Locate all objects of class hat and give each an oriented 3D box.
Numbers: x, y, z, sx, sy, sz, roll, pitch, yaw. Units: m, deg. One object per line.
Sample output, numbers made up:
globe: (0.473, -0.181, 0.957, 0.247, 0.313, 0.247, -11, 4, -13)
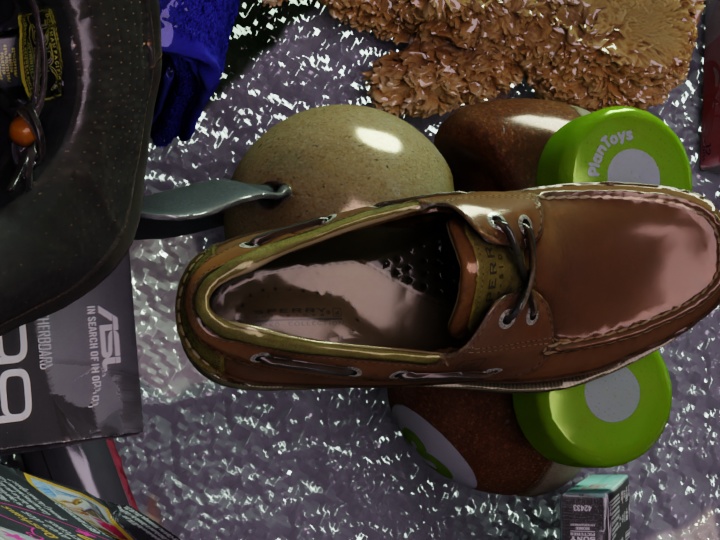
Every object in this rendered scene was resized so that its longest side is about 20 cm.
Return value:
hat: (-0.155, -0.064, 0.639, 0.200, 0.081, 0.201, -3, 94, -50)

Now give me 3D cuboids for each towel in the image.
towel: (-0.053, -0.153, 0.807, 0.049, 0.148, 0.200, 17, 78, -11)

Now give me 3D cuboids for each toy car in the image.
toy car: (0.000, 0.000, 0.800, 0.200, 0.164, 0.158, 9, 82, -17)

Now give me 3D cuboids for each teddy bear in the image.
teddy bear: (0.047, -0.127, 0.889, 0.200, 0.067, 0.145, 7, 74, -10)

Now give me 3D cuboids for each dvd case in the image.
dvd case: (0.093, 0.183, 0.807, 0.022, 0.146, 0.200, -2, 88, 10)

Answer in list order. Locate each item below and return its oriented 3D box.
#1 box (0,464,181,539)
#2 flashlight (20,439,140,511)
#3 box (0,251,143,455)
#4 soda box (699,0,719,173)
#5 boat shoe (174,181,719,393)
box: (-0.128, 0.169, 0.644, 0.115, 0.132, 0.200, 22, 89, -34)
flashlight: (-0.096, 0.102, 0.822, 0.068, 0.068, 0.200, -19, 86, -21)
box: (-0.161, -0.033, 0.712, 0.158, 0.050, 0.200, -4, 89, -35)
soda box: (0.198, -0.143, 0.925, 0.063, 0.070, 0.200, 5, 84, -18)
boat shoe: (0.038, 0.008, 0.698, 0.200, 0.068, 0.072, -11, 83, -8)
